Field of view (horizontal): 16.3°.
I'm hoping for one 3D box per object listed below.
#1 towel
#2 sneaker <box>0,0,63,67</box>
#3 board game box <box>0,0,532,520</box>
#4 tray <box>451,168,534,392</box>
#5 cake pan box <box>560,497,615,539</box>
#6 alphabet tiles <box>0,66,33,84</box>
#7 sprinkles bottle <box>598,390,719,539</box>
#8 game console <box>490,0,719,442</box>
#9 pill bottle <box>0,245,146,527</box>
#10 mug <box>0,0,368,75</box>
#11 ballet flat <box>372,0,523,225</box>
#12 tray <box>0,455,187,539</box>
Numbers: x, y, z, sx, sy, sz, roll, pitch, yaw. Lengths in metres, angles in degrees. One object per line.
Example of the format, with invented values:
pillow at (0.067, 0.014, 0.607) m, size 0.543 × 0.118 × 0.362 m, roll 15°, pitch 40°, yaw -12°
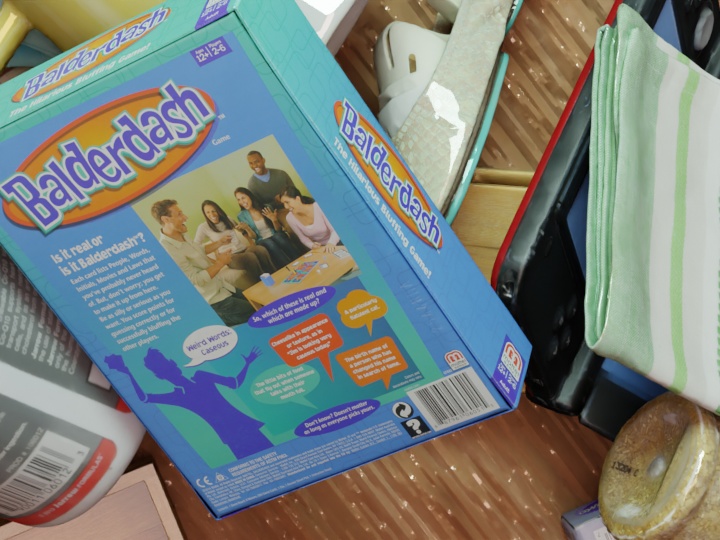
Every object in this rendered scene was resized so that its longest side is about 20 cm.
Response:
towel at (0.165, -0.005, 1.028) m, size 0.199 × 0.023 × 0.154 m, roll 26°, pitch 57°, yaw -37°
sneaker at (-0.221, -0.095, 1.081) m, size 0.199 × 0.074 × 0.082 m, roll -17°, pitch 74°, yaw -3°
board game box at (-0.048, -0.007, 0.983) m, size 0.151 × 0.045 × 0.200 m, roll -22°, pitch 118°, yaw 28°
tray at (0.000, 0.000, 1.122) m, size 0.198 × 0.037 × 0.100 m, roll 4°, pitch 91°, yaw -6°
cake pan box at (0.209, 0.160, 1.143) m, size 0.199 × 0.052 × 0.185 m, roll -25°, pitch 92°, yaw -3°
alphabet tiles at (-0.188, -0.006, 1.129) m, size 0.199 × 0.006 × 0.167 m, roll -36°, pitch 94°, yaw -2°
sprinkles bottle at (0.194, 0.118, 1.051) m, size 0.199 × 0.068 × 0.069 m, roll 28°, pitch 90°, yaw -25°
game console at (0.155, -0.025, 1.072) m, size 0.118 × 0.173 × 0.201 m, roll 18°, pitch 69°, yaw 22°
pill bottle at (-0.189, 0.023, 1.029) m, size 0.199 × 0.116 × 0.116 m, roll 27°, pitch 90°, yaw -37°
mug at (-0.083, -0.120, 1.025) m, size 0.153 × 0.150 × 0.187 m, roll 34°, pitch 60°, yaw -2°
ballet flat at (0.036, -0.105, 1.091) m, size 0.062 × 0.067 × 0.201 m, roll 25°, pitch 64°, yaw -9°
tray at (-0.166, 0.168, 1.124) m, size 0.199 × 0.037 × 0.099 m, roll -23°, pitch 94°, yaw -4°
